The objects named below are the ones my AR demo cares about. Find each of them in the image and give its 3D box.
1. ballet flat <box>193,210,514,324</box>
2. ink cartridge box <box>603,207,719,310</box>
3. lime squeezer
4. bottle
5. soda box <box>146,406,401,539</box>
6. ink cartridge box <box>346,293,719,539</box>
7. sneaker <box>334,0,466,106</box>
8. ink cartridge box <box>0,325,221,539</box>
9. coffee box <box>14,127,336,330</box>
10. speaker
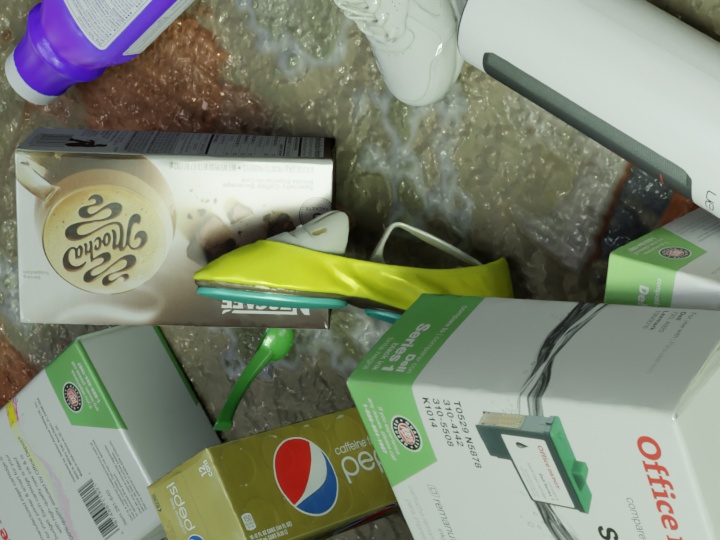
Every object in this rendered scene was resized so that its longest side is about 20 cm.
[{"bbox_3d":[0.000,0.000,0.937,0.199,0.067,0.067,11,84,-9],"label":"ballet flat"},{"bbox_3d":[0.236,0.032,0.784,0.199,0.117,0.068,18,114,33],"label":"ink cartridge box"},{"bbox_3d":[-0.085,0.027,1.062,0.038,0.070,0.201,103,157,-51],"label":"lime squeezer"},{"bbox_3d":[-0.176,-0.186,1.068,0.200,0.065,0.084,-37,79,38],"label":"bottle"},{"bbox_3d":[-0.030,0.131,0.957,0.064,0.199,0.068,-35,74,37],"label":"soda box"},{"bbox_3d":[0.111,0.096,0.786,0.199,0.084,0.147,2,125,43],"label":"ink cartridge box"},{"bbox_3d":[-0.001,-0.177,0.897,0.078,0.099,0.201,10,129,42],"label":"sneaker"},{"bbox_3d":[-0.204,0.151,1.167,0.200,0.084,0.145,-39,76,37],"label":"ink cartridge box"},{"bbox_3d":[-0.115,-0.028,0.993,0.199,0.080,0.114,2,106,-2],"label":"coffee box"},{"bbox_3d":[0.153,-0.101,0.836,0.200,0.081,0.082,36,121,24],"label":"speaker"}]
